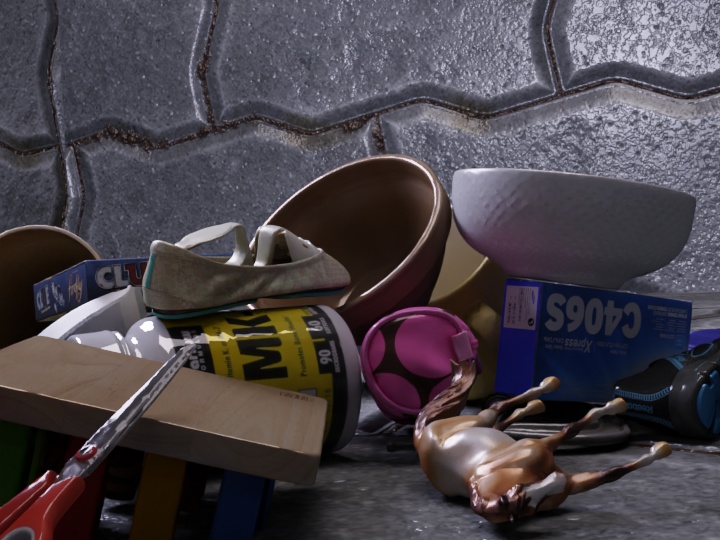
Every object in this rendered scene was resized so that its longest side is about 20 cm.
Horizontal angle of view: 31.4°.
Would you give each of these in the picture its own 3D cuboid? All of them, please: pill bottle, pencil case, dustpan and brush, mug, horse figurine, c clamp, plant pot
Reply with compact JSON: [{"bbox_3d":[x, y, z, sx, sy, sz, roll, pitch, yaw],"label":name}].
[{"bbox_3d":[-0.109,0.087,0.934,0.199,0.115,0.114,-4,2,-27],"label":"pill bottle"},{"bbox_3d":[0.051,0.075,1.003,0.093,0.091,0.200,-6,-7,3],"label":"pencil case"},{"bbox_3d":[-0.242,0.106,0.959,0.199,0.140,0.057,-19,42,-16],"label":"dustpan and brush"},{"bbox_3d":[0.095,0.053,1.198,0.149,0.153,0.187,-19,33,23],"label":"mug"},{"bbox_3d":[0.089,0.107,0.781,0.132,0.050,0.200,-22,18,-24],"label":"horse figurine"},{"bbox_3d":[0.126,0.116,1.000,0.170,0.027,0.200,-1,1,16],"label":"c clamp"},{"bbox_3d":[-0.305,0.065,1.351,0.185,0.188,0.200,-2,-12,13],"label":"plant pot"},{"bbox_3d":[0.000,0.000,1.117,0.200,0.093,0.201,-23,35,17],"label":"plant pot"}]

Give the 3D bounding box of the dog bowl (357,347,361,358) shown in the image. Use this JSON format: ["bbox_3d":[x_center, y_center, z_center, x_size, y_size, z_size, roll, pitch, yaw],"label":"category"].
[{"bbox_3d":[0.087,0.085,1.435,0.199,0.074,0.200,-2,2,0],"label":"dog bowl"}]

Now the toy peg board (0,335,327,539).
[{"bbox_3d":[-0.127,0.115,0.754,0.198,0.098,0.200,13,3,-1],"label":"toy peg board"}]

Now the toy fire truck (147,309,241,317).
[{"bbox_3d":[-0.127,0.088,1.117,0.175,0.129,0.200,-3,13,-37],"label":"toy fire truck"}]

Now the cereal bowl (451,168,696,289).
[{"bbox_3d":[0.171,-0.031,1.056,0.199,0.084,0.200,8,0,0],"label":"cereal bowl"}]

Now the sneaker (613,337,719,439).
[{"bbox_3d":[0.271,0.085,1.028,0.082,0.074,0.200,0,3,35],"label":"sneaker"}]

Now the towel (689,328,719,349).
[{"bbox_3d":[0.383,0.091,1.258,0.147,0.050,0.199,8,8,44],"label":"towel"}]

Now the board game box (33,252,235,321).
[{"bbox_3d":[-0.188,0.015,1.078,0.135,0.035,0.200,-4,-4,-26],"label":"board game box"}]

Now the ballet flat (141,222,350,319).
[{"bbox_3d":[-0.077,-0.005,0.958,0.067,0.063,0.200,8,11,39],"label":"ballet flat"}]

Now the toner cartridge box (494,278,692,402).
[{"bbox_3d":[0.200,0.063,1.081,0.199,0.096,0.043,6,0,-40],"label":"toner cartridge box"}]

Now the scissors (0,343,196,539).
[{"bbox_3d":[-0.132,0.099,0.605,0.200,0.014,0.073,-38,30,-32],"label":"scissors"}]
